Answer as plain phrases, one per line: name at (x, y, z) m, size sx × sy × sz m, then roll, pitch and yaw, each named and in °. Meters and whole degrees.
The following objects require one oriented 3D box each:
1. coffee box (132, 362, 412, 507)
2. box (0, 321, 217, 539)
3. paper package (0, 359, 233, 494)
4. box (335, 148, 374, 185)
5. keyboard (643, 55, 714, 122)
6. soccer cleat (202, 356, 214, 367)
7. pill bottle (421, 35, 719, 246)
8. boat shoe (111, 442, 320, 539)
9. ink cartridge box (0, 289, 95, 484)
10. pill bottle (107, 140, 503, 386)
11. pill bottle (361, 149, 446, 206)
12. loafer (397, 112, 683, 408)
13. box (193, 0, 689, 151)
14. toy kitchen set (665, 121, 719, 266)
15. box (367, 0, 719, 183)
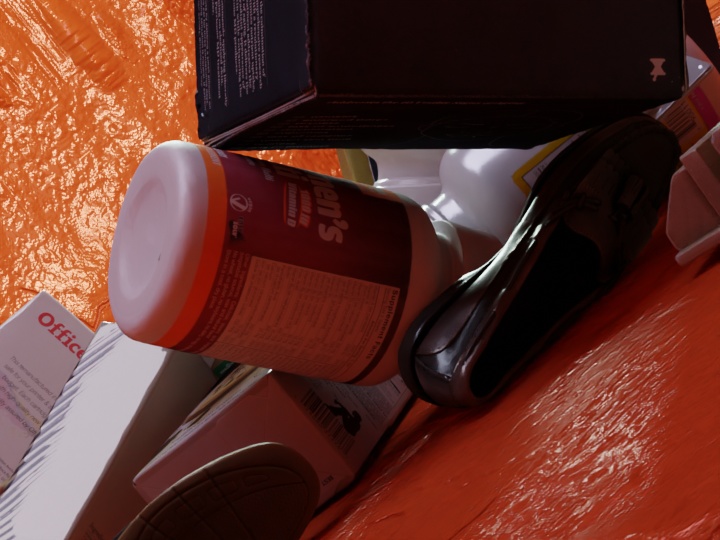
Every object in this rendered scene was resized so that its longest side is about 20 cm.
coffee box at (-0.041, 0.085, 1.413) m, size 0.113 × 0.080 × 0.200 m, roll -38°, pitch 5°, yaw 22°
box at (-0.159, 0.132, 1.445) m, size 0.068 × 0.082 × 0.200 m, roll 5°, pitch 50°, yaw 31°
paper package at (-0.128, 0.116, 1.669) m, size 0.200 × 0.103 × 0.191 m, roll -42°, pitch 7°, yaw -39°
box at (0.054, -0.106, 1.822) m, size 0.163 × 0.200 × 0.021 m, roll -31°, pitch 39°, yaw -23°
keyboard at (0.125, -0.123, 1.390) m, size 0.056 × 0.011 × 0.200 m, roll -40°, pitch 34°, yaw -14°
soccer cleat at (-0.113, 0.004, 1.507) m, size 0.200 × 0.069 × 0.085 m, roll 89°, pitch -164°, yaw -72°
pill bottle at (0.119, -0.062, 1.421) m, size 0.200 × 0.104 × 0.104 m, roll -39°, pitch 5°, yaw -4°
boat shoe at (-0.106, 0.160, 1.271) m, size 0.201 × 0.072 × 0.066 m, roll -44°, pitch 9°, yaw 3°
ink cartridge box at (-0.268, 0.152, 1.906) m, size 0.200 × 0.147 × 0.145 m, roll -41°, pitch -21°, yaw -22°
pill bottle at (-0.026, 0.002, 1.296) m, size 0.110 × 0.200 × 0.110 m, roll -39°, pitch 45°, yaw 54°
pill bottle at (0.051, -0.129, 1.526) m, size 0.116 × 0.200 × 0.116 m, roll -1°, pitch 1°, yaw 0°
loafer at (0.107, 0.000, 1.263) m, size 0.200 × 0.072 × 0.063 m, roll -47°, pitch 26°, yaw -10°
box at (0.035, -0.132, 1.238) m, size 0.200 × 0.124 × 0.197 m, roll -1°, pitch -3°, yaw -20°
toy kitchen set at (0.174, -0.126, 1.126) m, size 0.163 × 0.180 × 0.200 m, roll -37°, pitch 1°, yaw 38°
box at (0.121, -0.138, 1.693) m, size 0.182 × 0.104 × 0.200 m, roll -7°, pitch -13°, yaw -32°
